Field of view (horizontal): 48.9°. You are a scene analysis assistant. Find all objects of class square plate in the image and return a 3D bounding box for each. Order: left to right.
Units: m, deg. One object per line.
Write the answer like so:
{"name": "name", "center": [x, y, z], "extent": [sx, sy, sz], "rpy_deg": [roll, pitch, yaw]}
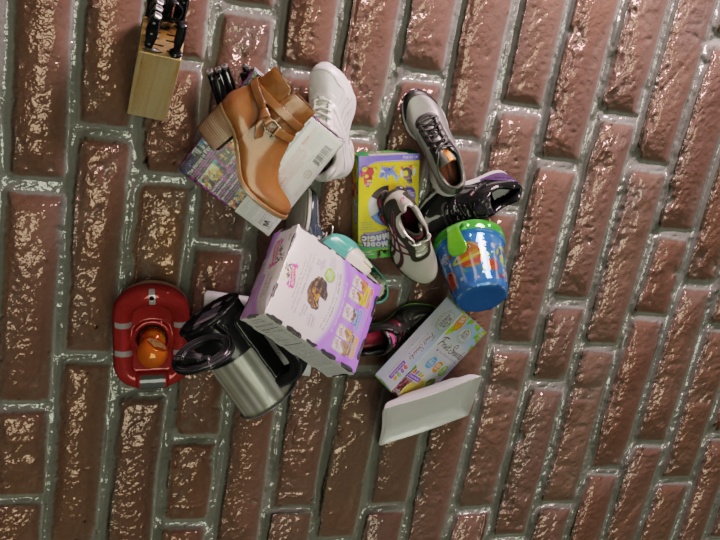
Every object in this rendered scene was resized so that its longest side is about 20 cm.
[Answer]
{"name": "square plate", "center": [0.129, 0.267, 1.539], "extent": [0.199, 0.029, 0.198], "rpy_deg": [-17, 150, -11]}

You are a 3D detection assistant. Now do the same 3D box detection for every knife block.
{"name": "knife block", "center": [-0.301, -0.315, 1.176], "extent": [0.064, 0.176, 0.201], "rpy_deg": [10, 106, -18]}
{"name": "knife block", "center": [-0.196, -0.227, 1.292], "extent": [0.175, 0.064, 0.200], "rpy_deg": [24, 101, -21]}

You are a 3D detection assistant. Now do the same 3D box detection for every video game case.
{"name": "video game case", "center": [-0.156, -0.184, 1.249], "extent": [0.181, 0.036, 0.200], "rpy_deg": [36, 103, -18]}

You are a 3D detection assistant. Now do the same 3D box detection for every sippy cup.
{"name": "sippy cup", "center": [0.207, -0.001, 1.432], "extent": [0.177, 0.131, 0.140], "rpy_deg": [11, 141, -27]}

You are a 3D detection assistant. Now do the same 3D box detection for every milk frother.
{"name": "milk frother", "center": [-0.207, 0.163, 1.295], "extent": [0.188, 0.180, 0.200], "rpy_deg": [57, 48, -17]}

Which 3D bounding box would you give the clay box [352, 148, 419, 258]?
{"name": "clay box", "center": [0.044, -0.113, 1.418], "extent": [0.114, 0.048, 0.201], "rpy_deg": [-6, 110, -15]}

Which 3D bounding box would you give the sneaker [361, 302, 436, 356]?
{"name": "sneaker", "center": [0.060, 0.122, 1.485], "extent": [0.199, 0.084, 0.077], "rpy_deg": [-20, 114, -11]}

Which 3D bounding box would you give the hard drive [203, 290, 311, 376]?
{"name": "hard drive", "center": [-0.181, 0.112, 1.406], "extent": [0.199, 0.027, 0.132], "rpy_deg": [8, 112, 0]}

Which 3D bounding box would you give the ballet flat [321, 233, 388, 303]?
{"name": "ballet flat", "center": [0.000, 0.000, 1.391], "extent": [0.067, 0.070, 0.200], "rpy_deg": [-57, 143, -11]}

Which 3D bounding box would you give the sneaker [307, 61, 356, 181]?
{"name": "sneaker", "center": [-0.055, -0.239, 1.306], "extent": [0.078, 0.099, 0.201], "rpy_deg": [1, 111, 21]}

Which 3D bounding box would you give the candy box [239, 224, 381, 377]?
{"name": "candy box", "center": [-0.076, 0.052, 1.283], "extent": [0.200, 0.071, 0.168], "rpy_deg": [38, 56, -31]}

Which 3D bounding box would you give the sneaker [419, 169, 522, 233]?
{"name": "sneaker", "center": [0.198, -0.122, 1.437], "extent": [0.199, 0.088, 0.076], "rpy_deg": [-27, 114, -5]}

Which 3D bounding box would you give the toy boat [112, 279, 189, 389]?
{"name": "toy boat", "center": [-0.353, 0.120, 1.340], "extent": [0.130, 0.131, 0.201], "rpy_deg": [-1, 109, -16]}

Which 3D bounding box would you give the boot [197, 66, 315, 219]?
{"name": "boot", "center": [-0.128, -0.191, 1.196], "extent": [0.155, 0.077, 0.200], "rpy_deg": [-36, 100, 7]}

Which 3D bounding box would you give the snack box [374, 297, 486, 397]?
{"name": "snack box", "center": [0.136, 0.157, 1.504], "extent": [0.200, 0.053, 0.142], "rpy_deg": [-48, 148, 3]}

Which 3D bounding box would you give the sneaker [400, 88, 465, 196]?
{"name": "sneaker", "center": [0.136, -0.224, 1.380], "extent": [0.074, 0.079, 0.201], "rpy_deg": [-27, 100, -5]}

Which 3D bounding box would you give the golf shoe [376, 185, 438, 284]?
{"name": "golf shoe", "center": [0.089, -0.049, 1.383], "extent": [0.077, 0.088, 0.200], "rpy_deg": [-31, 118, -8]}

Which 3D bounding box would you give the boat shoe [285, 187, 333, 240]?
{"name": "boat shoe", "center": [-0.089, -0.044, 1.375], "extent": [0.062, 0.075, 0.201], "rpy_deg": [7, 79, -33]}
